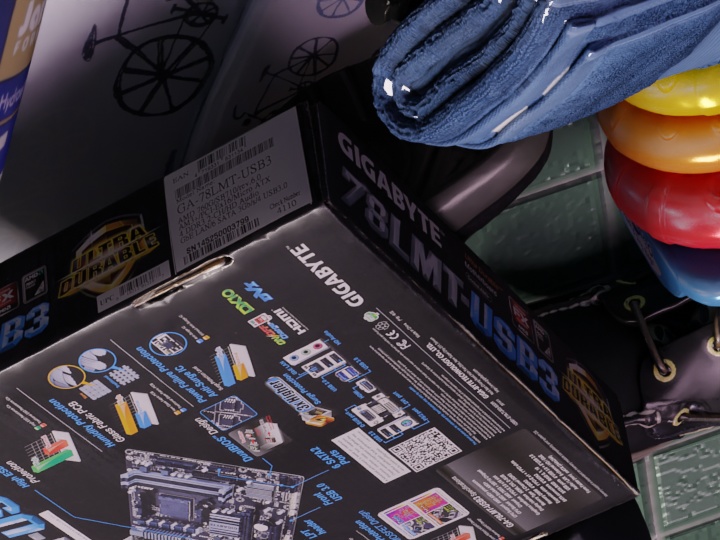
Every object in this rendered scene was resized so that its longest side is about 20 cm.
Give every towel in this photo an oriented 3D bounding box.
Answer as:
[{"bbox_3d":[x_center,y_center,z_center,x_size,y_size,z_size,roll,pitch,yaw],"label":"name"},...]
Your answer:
[{"bbox_3d":[0.105,-0.088,0.776,0.200,0.049,0.112,-23,171,-28],"label":"towel"}]

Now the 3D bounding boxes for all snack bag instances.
[{"bbox_3d":[-0.047,-0.061,0.910,0.199,0.021,0.189,2,135,-26],"label":"snack bag"}]

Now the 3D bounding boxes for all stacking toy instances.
[{"bbox_3d":[0.112,-0.096,0.893,0.110,0.116,0.200,-26,129,2],"label":"stacking toy"}]

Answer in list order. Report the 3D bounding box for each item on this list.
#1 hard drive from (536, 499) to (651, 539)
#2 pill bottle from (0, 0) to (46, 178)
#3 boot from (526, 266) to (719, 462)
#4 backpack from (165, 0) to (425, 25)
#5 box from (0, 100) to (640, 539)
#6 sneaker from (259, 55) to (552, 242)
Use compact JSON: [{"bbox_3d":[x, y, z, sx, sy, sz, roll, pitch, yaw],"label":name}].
[{"bbox_3d":[0.058,0.135,1.053,0.135,0.042,0.200,-45,178,9],"label":"hard drive"},{"bbox_3d":[-0.135,-0.063,0.639,0.119,0.120,0.200,6,114,-29],"label":"pill bottle"},{"bbox_3d":[0.140,0.006,1.003,0.203,0.074,0.154,-7,154,-27],"label":"boot"},{"bbox_3d":[0.023,-0.167,0.697,0.200,0.135,0.182,-33,169,22],"label":"backpack"},{"bbox_3d":[-0.042,0.052,0.886,0.198,0.050,0.200,-26,138,22],"label":"box"},{"bbox_3d":[0.000,0.000,0.928,0.199,0.076,0.114,-37,140,24],"label":"sneaker"}]
